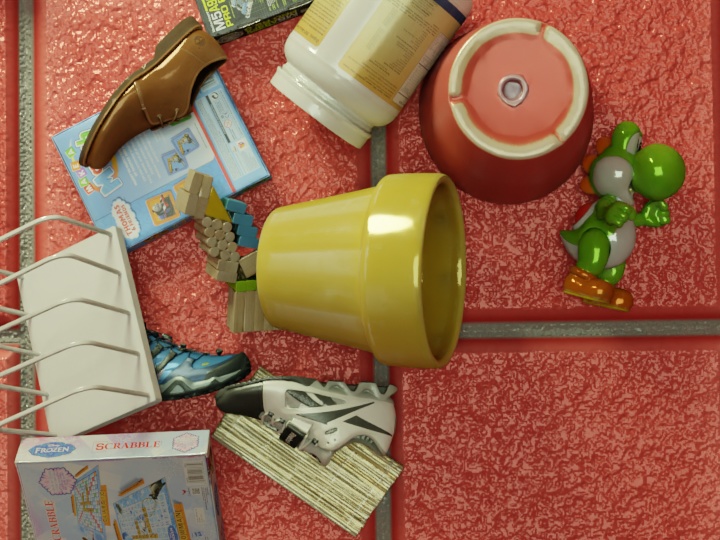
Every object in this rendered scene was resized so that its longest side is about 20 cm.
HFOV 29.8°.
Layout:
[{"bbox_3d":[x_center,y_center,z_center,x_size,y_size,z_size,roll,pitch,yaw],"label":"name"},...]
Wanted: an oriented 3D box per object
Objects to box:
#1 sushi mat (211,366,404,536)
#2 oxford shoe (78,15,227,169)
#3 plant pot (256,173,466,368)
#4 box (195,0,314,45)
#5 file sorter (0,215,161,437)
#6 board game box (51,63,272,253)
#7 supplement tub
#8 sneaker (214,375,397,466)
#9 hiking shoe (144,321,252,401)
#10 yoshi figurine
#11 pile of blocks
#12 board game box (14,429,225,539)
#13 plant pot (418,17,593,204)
[{"bbox_3d":[-0.059,0.199,1.495,0.199,0.012,0.096,34,90,2],"label":"sushi mat"},{"bbox_3d":[-0.222,-0.177,1.450,0.071,0.071,0.200,42,87,2],"label":"oxford shoe"},{"bbox_3d":[0.000,0.000,1.421,0.187,0.201,0.203,0,88,18],"label":"plant pot"},{"bbox_3d":[-0.125,-0.371,1.501,0.159,0.044,0.202,-20,87,1],"label":"box"},{"bbox_3d":[-0.317,0.059,1.411,0.138,0.124,0.202,-23,70,19],"label":"file sorter"},{"bbox_3d":[-0.219,-0.125,1.499,0.199,0.037,0.152,-27,87,0],"label":"board game box"},{"bbox_3d":[0.009,-0.245,1.437,0.144,0.144,0.201,37,97,3],"label":"supplement tub"},{"bbox_3d":[-0.058,0.162,1.449,0.198,0.074,0.089,4,72,-6],"label":"sneaker"},{"bbox_3d":[-0.219,0.098,1.472,0.198,0.074,0.088,-7,89,1],"label":"hiking shoe"},{"bbox_3d":[0.291,-0.058,1.453,0.111,0.112,0.202,15,86,-14],"label":"yoshi figurine"},{"bbox_3d":[-0.140,-0.025,1.472,0.082,0.062,0.201,-26,111,-15],"label":"pile of blocks"},{"bbox_3d":[-0.247,0.261,1.432,0.198,0.041,0.201,-2,123,1],"label":"board game box"},{"bbox_3d":[0.158,-0.176,1.420,0.198,0.177,0.202,0,88,2],"label":"plant pot"}]
